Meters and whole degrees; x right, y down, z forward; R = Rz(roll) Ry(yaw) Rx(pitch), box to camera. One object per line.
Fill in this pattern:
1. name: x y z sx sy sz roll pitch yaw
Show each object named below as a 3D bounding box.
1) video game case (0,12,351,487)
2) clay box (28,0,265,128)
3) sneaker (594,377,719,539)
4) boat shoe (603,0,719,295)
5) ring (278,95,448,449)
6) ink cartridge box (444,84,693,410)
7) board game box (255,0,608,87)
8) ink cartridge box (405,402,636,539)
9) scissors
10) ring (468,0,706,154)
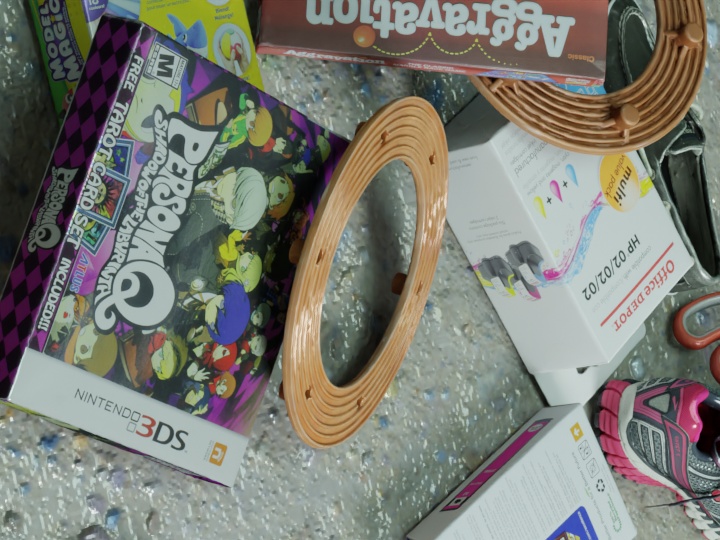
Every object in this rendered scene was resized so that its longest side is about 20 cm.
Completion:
1. video game case: -0.098 -0.006 1.393 0.181 0.036 0.200 28 79 -50
2. clay box: -0.115 -0.129 1.444 0.115 0.048 0.200 -17 95 -45
3. sneaker: 0.235 0.125 1.734 0.200 0.075 0.081 27 64 -41
4. boat shoe: 0.191 -0.085 1.738 0.071 0.064 0.200 -16 93 -46
5. ring: 0.000 0.000 1.498 0.200 0.019 0.201 16 90 -70
6. ink cartridge box: 0.129 -0.018 1.658 0.115 0.068 0.200 -45 114 -40
7. board game box: 0.043 -0.165 1.550 0.199 0.019 0.103 5 79 -7
8. ink cartridge box: 0.086 0.167 1.602 0.200 0.037 0.095 -40 111 -45
9. scissors: 0.298 0.026 1.796 0.200 0.014 0.073 -20 62 -24
10. ring: 0.128 -0.166 1.618 0.200 0.019 0.201 11 67 -27
